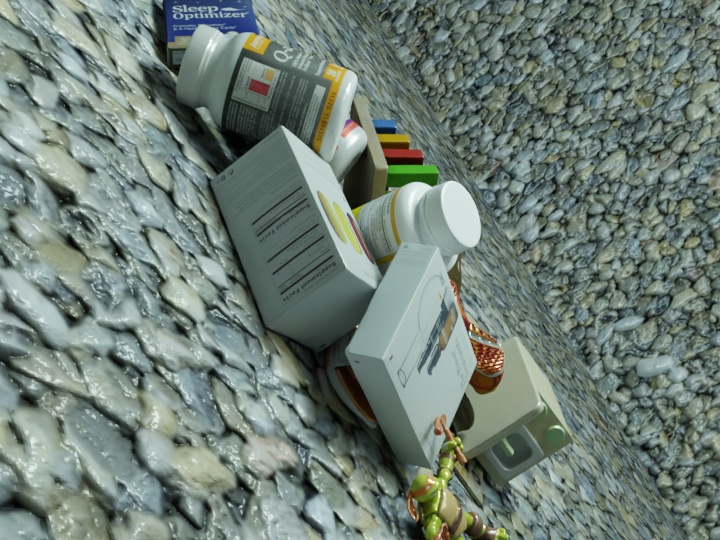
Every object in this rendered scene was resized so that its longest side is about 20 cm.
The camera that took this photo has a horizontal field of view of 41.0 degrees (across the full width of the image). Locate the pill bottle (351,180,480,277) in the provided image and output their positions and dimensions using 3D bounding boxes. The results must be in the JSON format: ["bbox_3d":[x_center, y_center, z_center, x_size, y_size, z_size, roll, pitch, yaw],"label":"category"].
[{"bbox_3d":[0.039,-0.032,1.123,0.108,0.198,0.111,27,53,-42],"label":"pill bottle"}]

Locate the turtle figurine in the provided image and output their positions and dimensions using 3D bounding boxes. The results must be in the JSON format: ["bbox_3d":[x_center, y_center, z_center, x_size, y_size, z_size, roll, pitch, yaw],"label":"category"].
[{"bbox_3d":[0.092,0.269,1.009,0.162,0.064,0.202,53,27,-28],"label":"turtle figurine"}]

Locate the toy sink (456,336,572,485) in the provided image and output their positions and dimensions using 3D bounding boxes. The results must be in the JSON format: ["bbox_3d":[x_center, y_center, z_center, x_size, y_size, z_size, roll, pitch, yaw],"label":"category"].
[{"bbox_3d":[0.212,0.211,1.364,0.113,0.129,0.201,51,12,-18],"label":"toy sink"}]

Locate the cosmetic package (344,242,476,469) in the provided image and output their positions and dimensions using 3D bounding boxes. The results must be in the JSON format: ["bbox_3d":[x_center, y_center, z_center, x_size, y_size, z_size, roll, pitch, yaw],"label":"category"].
[{"bbox_3d":[0.061,0.095,1.048,0.152,0.051,0.202,-59,143,-31],"label":"cosmetic package"}]

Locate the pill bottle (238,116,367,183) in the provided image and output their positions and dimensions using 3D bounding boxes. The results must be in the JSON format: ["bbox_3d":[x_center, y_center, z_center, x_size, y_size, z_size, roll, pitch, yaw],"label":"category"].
[{"bbox_3d":[-0.094,-0.195,1.264,0.199,0.113,0.112,41,14,2],"label":"pill bottle"}]

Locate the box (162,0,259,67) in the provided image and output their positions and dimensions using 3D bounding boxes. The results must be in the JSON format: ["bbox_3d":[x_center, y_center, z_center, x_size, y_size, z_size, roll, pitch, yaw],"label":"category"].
[{"bbox_3d":[-0.198,-0.328,1.268,0.202,0.118,0.033,-108,-162,-50],"label":"box"}]

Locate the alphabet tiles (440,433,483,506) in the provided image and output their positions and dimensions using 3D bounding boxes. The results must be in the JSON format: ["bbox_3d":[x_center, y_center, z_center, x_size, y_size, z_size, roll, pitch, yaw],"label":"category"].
[{"bbox_3d":[0.110,0.204,1.320,0.202,0.007,0.167,55,15,-7],"label":"alphabet tiles"}]

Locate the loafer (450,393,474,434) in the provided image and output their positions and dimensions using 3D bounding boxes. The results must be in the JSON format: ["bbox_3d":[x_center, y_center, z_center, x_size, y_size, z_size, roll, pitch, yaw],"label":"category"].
[{"bbox_3d":[0.093,0.150,1.245,0.076,0.067,0.202,57,-5,47],"label":"loafer"}]

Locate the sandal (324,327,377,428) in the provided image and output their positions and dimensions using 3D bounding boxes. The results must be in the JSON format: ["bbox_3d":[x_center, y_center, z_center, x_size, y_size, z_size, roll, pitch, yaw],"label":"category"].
[{"bbox_3d":[0.001,0.091,1.104,0.079,0.059,0.208,47,17,-27],"label":"sandal"}]

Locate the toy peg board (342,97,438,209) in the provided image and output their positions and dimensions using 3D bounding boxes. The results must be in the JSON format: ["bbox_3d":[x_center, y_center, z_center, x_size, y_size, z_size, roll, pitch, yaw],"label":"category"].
[{"bbox_3d":[0.039,-0.108,1.370,0.201,0.096,0.203,-105,-162,-53],"label":"toy peg board"}]

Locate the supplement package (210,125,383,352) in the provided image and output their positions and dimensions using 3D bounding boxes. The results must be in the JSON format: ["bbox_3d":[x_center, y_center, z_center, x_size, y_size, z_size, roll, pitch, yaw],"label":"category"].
[{"bbox_3d":[-0.066,-0.033,1.056,0.113,0.109,0.202,33,27,-56],"label":"supplement package"}]

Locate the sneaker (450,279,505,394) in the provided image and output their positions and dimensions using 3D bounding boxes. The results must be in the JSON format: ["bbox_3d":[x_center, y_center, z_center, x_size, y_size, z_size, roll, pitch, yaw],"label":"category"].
[{"bbox_3d":[0.115,0.080,1.267,0.201,0.072,0.078,58,-24,32],"label":"sneaker"}]

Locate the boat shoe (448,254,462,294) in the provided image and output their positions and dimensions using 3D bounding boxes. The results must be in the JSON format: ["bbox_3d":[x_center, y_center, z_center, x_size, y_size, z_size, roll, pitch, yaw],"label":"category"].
[{"bbox_3d":[0.108,-0.008,1.408,0.072,0.064,0.203,49,42,-40],"label":"boat shoe"}]

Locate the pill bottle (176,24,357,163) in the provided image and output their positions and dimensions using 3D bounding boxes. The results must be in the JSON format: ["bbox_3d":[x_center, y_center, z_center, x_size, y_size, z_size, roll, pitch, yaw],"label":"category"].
[{"bbox_3d":[-0.110,-0.211,1.143,0.196,0.118,0.117,20,19,-3],"label":"pill bottle"}]
